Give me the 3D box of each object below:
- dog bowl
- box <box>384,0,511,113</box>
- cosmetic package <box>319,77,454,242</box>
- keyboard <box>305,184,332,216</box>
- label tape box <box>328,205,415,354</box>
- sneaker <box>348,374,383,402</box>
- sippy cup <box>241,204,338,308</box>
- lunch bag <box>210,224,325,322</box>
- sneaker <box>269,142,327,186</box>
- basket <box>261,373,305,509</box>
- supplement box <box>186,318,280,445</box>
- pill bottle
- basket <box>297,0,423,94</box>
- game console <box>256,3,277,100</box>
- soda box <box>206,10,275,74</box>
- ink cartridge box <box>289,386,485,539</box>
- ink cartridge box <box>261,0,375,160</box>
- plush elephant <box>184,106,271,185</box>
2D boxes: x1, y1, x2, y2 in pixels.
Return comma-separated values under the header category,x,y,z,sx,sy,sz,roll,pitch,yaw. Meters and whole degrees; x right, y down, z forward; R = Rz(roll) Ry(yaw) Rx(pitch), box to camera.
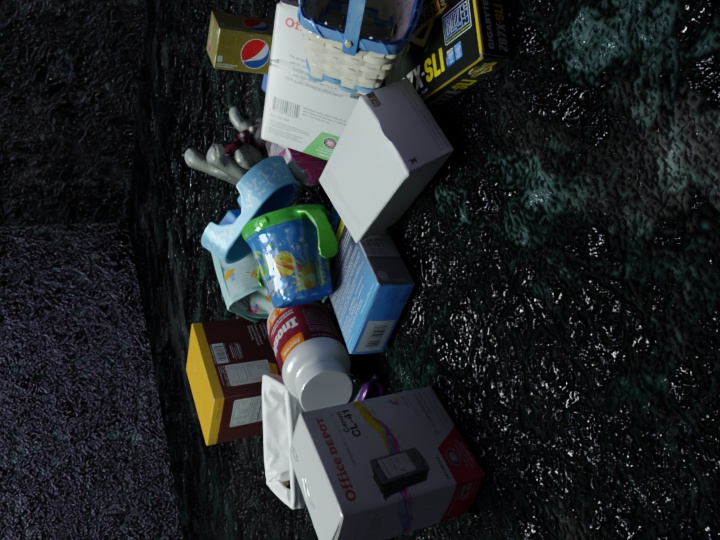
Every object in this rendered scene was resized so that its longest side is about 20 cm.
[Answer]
category,x,y,z,sx,sy,sz,roll,pitch,yaw
dog bowl,-0.173,-0.091,1.001,0.050,0.111,0.201,45,111,12
box,0.092,-0.288,0.747,0.199,0.048,0.165,-16,81,62
cosmetic package,0.025,-0.134,0.805,0.115,0.080,0.200,59,152,8
keyboard,-0.062,-0.166,1.086,0.201,0.020,0.129,56,134,46
label tape box,0.000,0.000,0.939,0.203,0.064,0.145,-112,32,-42
sneaker,0.020,0.261,0.924,0.088,0.073,0.205,-44,54,49
sippy cup,-0.101,-0.016,0.950,0.178,0.136,0.134,102,152,-82
lunch bag,-0.166,-0.006,1.115,0.123,0.195,0.173,-58,45,46
sneaker,-0.109,-0.182,1.082,0.201,0.079,0.090,-124,44,-55
basket,-0.094,0.284,1.089,0.135,0.121,0.206,4,98,61
supplement box,-0.231,0.212,1.261,0.199,0.195,0.135,58,141,41
pill bottle,-0.080,0.133,1.003,0.201,0.110,0.116,-124,40,-55
basket,0.004,-0.315,0.690,0.201,0.135,0.180,100,-178,-63
game console,-0.157,-0.412,1.229,0.201,0.030,0.181,52,137,47
soda box,-0.151,-0.373,1.042,0.065,0.195,0.069,61,142,39
ink cartridge box,0.030,0.237,0.764,0.149,0.195,0.087,57,140,41
ink cartridge box,-0.056,-0.277,0.906,0.085,0.142,0.203,-67,-5,-53
plush elephant,-0.234,-0.257,1.280,0.164,0.197,0.159,8,77,60
